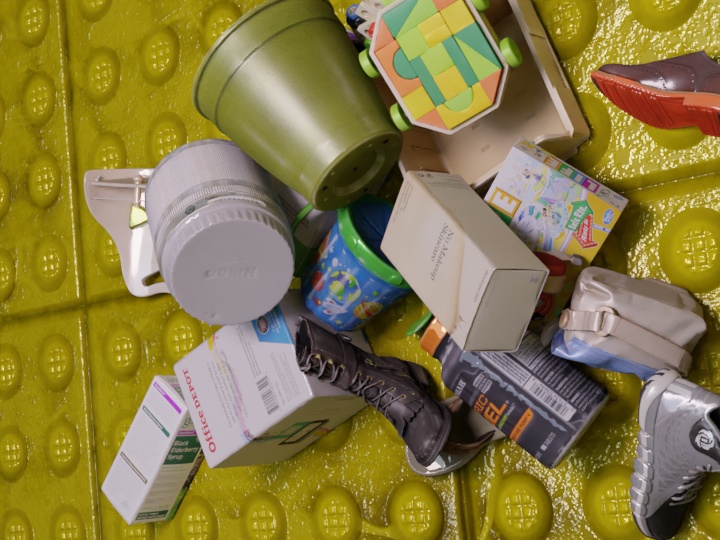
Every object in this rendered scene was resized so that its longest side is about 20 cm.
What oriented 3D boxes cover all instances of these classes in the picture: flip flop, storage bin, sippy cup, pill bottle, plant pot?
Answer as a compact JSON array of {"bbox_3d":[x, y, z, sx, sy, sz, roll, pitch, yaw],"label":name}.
[{"bbox_3d":[0.126,0.177,1.620,0.199,0.057,0.081,-27,75,33],"label":"flip flop"},{"bbox_3d":[0.132,-0.186,1.609,0.198,0.093,0.201,-34,67,34],"label":"storage bin"},{"bbox_3d":[0.000,0.000,1.683,0.130,0.139,0.178,-48,59,30],"label":"sippy cup"},{"bbox_3d":[0.160,0.114,1.527,0.200,0.106,0.106,38,113,13],"label":"pill bottle"},{"bbox_3d":[-0.056,-0.178,1.610,0.193,0.200,0.201,51,119,20],"label":"plant pot"}]

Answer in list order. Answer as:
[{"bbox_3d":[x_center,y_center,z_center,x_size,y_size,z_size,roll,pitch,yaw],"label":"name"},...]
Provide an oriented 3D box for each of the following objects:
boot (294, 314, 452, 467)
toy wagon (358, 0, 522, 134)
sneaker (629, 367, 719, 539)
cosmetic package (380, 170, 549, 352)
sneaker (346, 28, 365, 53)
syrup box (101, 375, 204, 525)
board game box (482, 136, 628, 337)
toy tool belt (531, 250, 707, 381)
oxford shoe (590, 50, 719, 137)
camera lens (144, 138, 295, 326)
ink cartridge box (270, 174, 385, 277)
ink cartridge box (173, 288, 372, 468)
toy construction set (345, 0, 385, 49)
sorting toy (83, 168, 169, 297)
[{"bbox_3d":[0.004,0.135,1.613,0.069,0.174,0.200,-58,26,16],"label":"boot"},{"bbox_3d":[0.072,-0.248,1.524,0.155,0.040,0.201,-29,98,23],"label":"toy wagon"},{"bbox_3d":[0.333,0.202,1.403,0.115,0.075,0.201,19,128,39],"label":"sneaker"},{"bbox_3d":[0.105,-0.012,1.485,0.200,0.073,0.104,52,131,49],"label":"cosmetic package"},{"bbox_3d":[-0.031,-0.270,1.755,0.199,0.083,0.081,6,92,41],"label":"sneaker"},{"bbox_3d":[-0.269,0.243,1.936,0.081,0.079,0.201,42,114,33],"label":"syrup box"},{"bbox_3d":[0.184,-0.027,1.536,0.134,0.034,0.201,31,123,8],"label":"board game box"},{"bbox_3d":[0.249,0.066,1.464,0.199,0.125,0.124,17,109,4],"label":"toy tool belt"},{"bbox_3d":[0.331,-0.192,1.474,0.199,0.071,0.073,22,74,41],"label":"oxford shoe"},{"bbox_3d":[-0.167,-0.050,1.668,0.160,0.159,0.200,-59,29,22],"label":"camera lens"},{"bbox_3d":[-0.057,-0.112,1.770,0.146,0.084,0.201,44,115,33],"label":"ink cartridge box"},{"bbox_3d":[-0.102,0.135,1.757,0.200,0.146,0.147,-36,66,33],"label":"ink cartridge box"},{"bbox_3d":[0.053,-0.322,1.643,0.131,0.200,0.092,1,133,42],"label":"toy construction set"},{"bbox_3d":[-0.277,-0.048,1.950,0.199,0.107,0.181,6,99,39],"label":"sorting toy"}]
